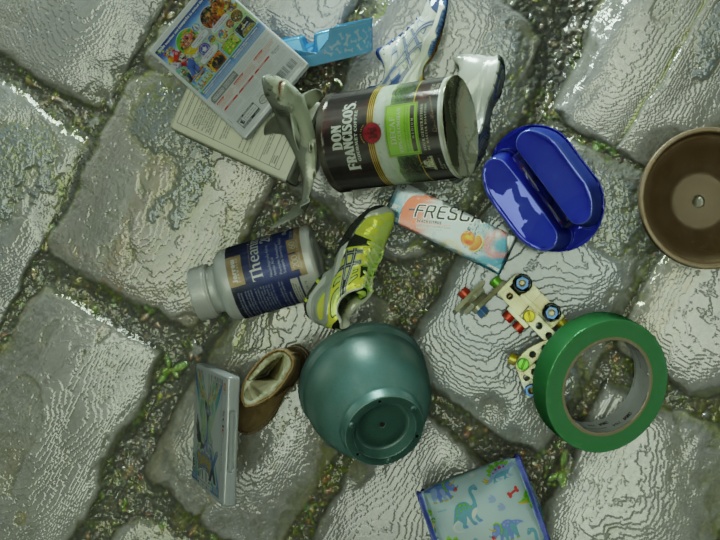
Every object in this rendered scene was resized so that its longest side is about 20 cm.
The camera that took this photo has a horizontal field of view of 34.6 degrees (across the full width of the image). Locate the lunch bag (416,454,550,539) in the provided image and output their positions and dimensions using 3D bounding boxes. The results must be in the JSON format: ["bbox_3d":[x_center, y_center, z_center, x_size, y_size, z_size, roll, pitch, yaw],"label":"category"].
[{"bbox_3d":[0.193,0.393,1.706,0.168,0.127,0.202,-21,79,5],"label":"lunch bag"}]

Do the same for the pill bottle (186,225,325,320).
[{"bbox_3d":[-0.156,0.010,1.746,0.198,0.111,0.112,-16,89,5],"label":"pill bottle"}]

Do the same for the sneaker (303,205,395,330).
[{"bbox_3d":[0.000,0.000,1.687,0.076,0.075,0.201,32,93,39],"label":"sneaker"}]

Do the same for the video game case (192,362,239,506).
[{"bbox_3d":[-0.217,0.239,1.716,0.022,0.200,0.185,2,91,-21],"label":"video game case"}]

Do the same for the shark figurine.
[{"bbox_3d":[-0.104,-0.180,1.661,0.089,0.128,0.217,-2,107,29],"label":"shark figurine"}]

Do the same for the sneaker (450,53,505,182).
[{"bbox_3d":[0.157,-0.232,1.743,0.086,0.074,0.202,15,85,17],"label":"sneaker"}]

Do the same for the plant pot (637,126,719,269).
[{"bbox_3d":[0.501,-0.103,1.689,0.198,0.093,0.204,0,89,5],"label":"plant pot"}]

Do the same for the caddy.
[{"bbox_3d":[0.270,-0.120,1.707,0.141,0.105,0.201,-38,83,21],"label":"caddy"}]

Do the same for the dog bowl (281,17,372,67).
[{"bbox_3d":[-0.073,-0.335,1.741,0.197,0.112,0.050,-11,103,5],"label":"dog bowl"}]

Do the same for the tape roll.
[{"bbox_3d":[0.351,0.163,1.687,0.198,0.048,0.203,-4,104,-17],"label":"tape roll"}]

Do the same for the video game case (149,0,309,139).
[{"bbox_3d":[-0.192,-0.310,1.685,0.200,0.018,0.143,42,94,9],"label":"video game case"}]

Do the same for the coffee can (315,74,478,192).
[{"bbox_3d":[0.054,-0.196,1.668,0.198,0.146,0.148,-5,90,25],"label":"coffee can"}]

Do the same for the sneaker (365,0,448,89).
[{"bbox_3d":[0.069,-0.335,1.740,0.087,0.075,0.202,22,92,6],"label":"sneaker"}]

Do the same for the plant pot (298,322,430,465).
[{"bbox_3d":[0.018,0.195,1.673,0.198,0.134,0.203,-7,119,-12],"label":"plant pot"}]

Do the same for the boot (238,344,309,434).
[{"bbox_3d":[-0.148,0.178,1.701,0.066,0.200,0.176,36,94,4],"label":"boot"}]

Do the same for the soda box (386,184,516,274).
[{"bbox_3d":[0.134,-0.064,1.736,0.198,0.068,0.064,26,93,6],"label":"soda box"}]

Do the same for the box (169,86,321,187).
[{"bbox_3d":[-0.166,-0.226,1.747,0.198,0.109,0.129,25,91,5],"label":"box"}]

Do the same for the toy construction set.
[{"bbox_3d":[0.232,0.082,1.724,0.200,0.092,0.131,44,94,-7],"label":"toy construction set"}]
